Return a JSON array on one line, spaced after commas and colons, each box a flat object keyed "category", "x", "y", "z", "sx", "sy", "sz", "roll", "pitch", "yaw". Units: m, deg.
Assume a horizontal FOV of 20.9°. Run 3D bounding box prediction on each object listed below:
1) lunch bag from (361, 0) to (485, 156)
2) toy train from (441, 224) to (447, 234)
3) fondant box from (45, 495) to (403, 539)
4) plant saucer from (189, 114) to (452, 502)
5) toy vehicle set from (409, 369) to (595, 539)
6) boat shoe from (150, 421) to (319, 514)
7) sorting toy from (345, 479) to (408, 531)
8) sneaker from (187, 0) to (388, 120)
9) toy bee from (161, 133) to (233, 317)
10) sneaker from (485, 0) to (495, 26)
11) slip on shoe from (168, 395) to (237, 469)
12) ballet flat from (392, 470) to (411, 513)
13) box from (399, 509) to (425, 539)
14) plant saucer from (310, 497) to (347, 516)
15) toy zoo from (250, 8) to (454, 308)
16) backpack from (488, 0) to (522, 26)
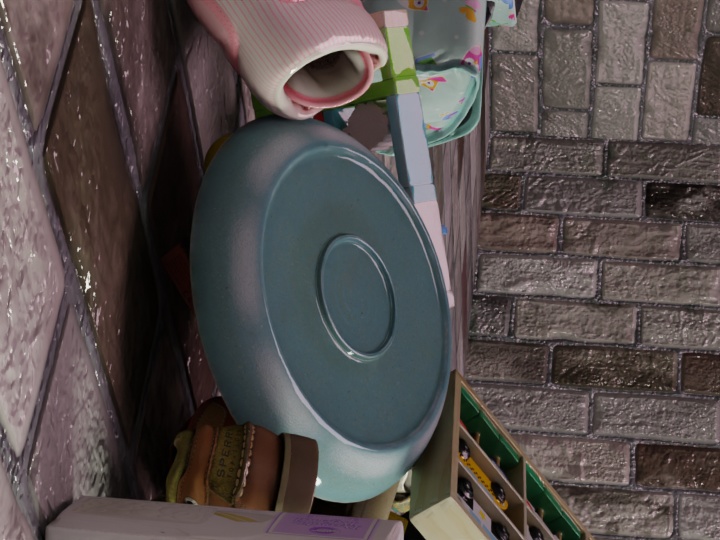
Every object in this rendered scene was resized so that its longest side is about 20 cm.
[{"category": "lunch bag", "x": 0.045, "y": -0.201, "z": 1.623, "sx": 0.200, "sy": 0.122, "sz": 0.170, "roll": 99, "pitch": -6, "yaw": -72}, {"category": "toy train", "x": 0.000, "y": 0.000, "z": 1.348, "sx": 0.200, "sy": 0.114, "sz": 0.087, "roll": 13, "pitch": 77, "yaw": -84}, {"category": "fondant box", "x": -0.059, "y": 0.202, "z": 0.818, "sx": 0.058, "sy": 0.144, "sz": 0.200, "roll": -45, "pitch": 139, "yaw": -79}, {"category": "plant saucer", "x": -0.009, "y": 0.015, "z": 0.979, "sx": 0.200, "sy": 0.027, "sz": 0.200, "roll": 26, "pitch": 56, "yaw": -48}, {"category": "toy vehicle set", "x": 0.097, "y": 0.161, "z": 1.063, "sx": 0.200, "sy": 0.027, "sz": 0.124, "roll": 51, "pitch": 20, "yaw": -21}, {"category": "boat shoe", "x": -0.081, "y": 0.135, "z": 0.935, "sx": 0.072, "sy": 0.068, "sz": 0.200, "roll": -88, "pitch": -162, "yaw": -45}, {"category": "sorting toy", "x": -0.023, "y": 0.200, "z": 1.060, "sx": 0.200, "sy": 0.036, "sz": 0.185, "roll": 118, "pitch": -6, "yaw": -50}, {"category": "sneaker", "x": -0.031, "y": -0.124, "z": 1.011, "sx": 0.105, "sy": 0.075, "sz": 0.200, "roll": 52, "pitch": 11, "yaw": 6}, {"category": "toy bee", "x": -0.035, "y": -0.021, "z": 1.056, "sx": 0.131, "sy": 0.109, "sz": 0.200, "roll": 53, "pitch": 9, "yaw": -11}, {"category": "sneaker", "x": 0.068, "y": -0.266, "z": 1.787, "sx": 0.075, "sy": 0.114, "sz": 0.200, "roll": -56, "pitch": 149, "yaw": -78}, {"category": "slip on shoe", "x": -0.070, "y": 0.099, "z": 1.039, "sx": 0.200, "sy": 0.061, "sz": 0.074, "roll": 126, "pitch": -20, "yaw": -78}, {"category": "ballet flat", "x": 0.050, "y": 0.162, "z": 2.098, "sx": 0.071, "sy": 0.071, "sz": 0.200, "roll": 16, "pitch": 78, "yaw": -83}, {"category": "box", "x": 0.101, "y": 0.257, "z": 1.159, "sx": 0.200, "sy": 0.124, "sz": 0.197, "roll": 38, "pitch": 25, "yaw": -45}, {"category": "plant saucer", "x": -0.062, "y": 0.202, "z": 1.047, "sx": 0.200, "sy": 0.037, "sz": 0.200, "roll": -156, "pitch": -90, "yaw": -87}, {"category": "toy zoo", "x": -0.006, "y": -0.041, "z": 1.126, "sx": 0.020, "sy": 0.131, "sz": 0.200, "roll": -11, "pitch": 93, "yaw": -40}, {"category": "backpack", "x": 0.111, "y": -0.332, "z": 1.968, "sx": 0.200, "sy": 0.150, "sz": 0.178, "roll": -89, "pitch": 178, "yaw": -70}]
